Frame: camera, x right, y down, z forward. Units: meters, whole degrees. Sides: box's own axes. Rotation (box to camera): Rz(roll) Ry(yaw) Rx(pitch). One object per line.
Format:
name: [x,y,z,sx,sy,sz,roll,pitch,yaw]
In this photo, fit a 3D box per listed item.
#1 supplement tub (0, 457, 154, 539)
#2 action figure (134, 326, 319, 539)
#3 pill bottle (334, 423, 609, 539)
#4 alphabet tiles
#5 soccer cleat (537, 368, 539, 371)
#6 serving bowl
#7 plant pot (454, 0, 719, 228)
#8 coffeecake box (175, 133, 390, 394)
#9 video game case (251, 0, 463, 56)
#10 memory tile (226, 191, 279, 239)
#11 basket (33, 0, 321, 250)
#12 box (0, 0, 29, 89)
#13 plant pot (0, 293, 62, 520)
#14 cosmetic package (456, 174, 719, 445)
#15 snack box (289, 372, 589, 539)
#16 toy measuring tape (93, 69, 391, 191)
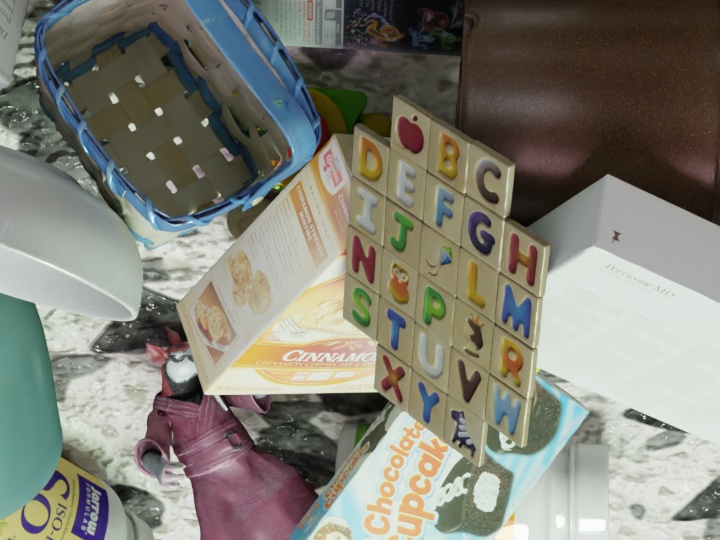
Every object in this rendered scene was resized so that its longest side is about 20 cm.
supplement tub: [-0.271,0.201,1.801,0.200,0.146,0.145,34,132,-30]
action figure: [-0.098,0.131,1.717,0.134,0.200,0.149,-26,179,-19]
pill bottle: [0.084,0.170,1.755,0.200,0.111,0.111,0,140,5]
alphabet tiles: [0.045,0.007,1.347,0.006,0.166,0.200,-19,128,-33]
soccer cleat: [0.092,0.032,1.476,0.084,0.065,0.200,-7,164,22]
serving bowl: [-0.217,-0.034,1.394,0.200,0.066,0.200,17,170,3]
plant pot: [0.154,-0.084,1.382,0.198,0.201,0.200,4,140,2]
coffeecake box: [0.000,0.000,1.526,0.153,0.073,0.200,2,146,-38]
video game case: [0.002,-0.207,1.389,0.181,0.023,0.200,4,139,2]
memory tile: [0.017,-0.012,1.622,0.153,0.017,0.200,-25,132,30]
basket: [-0.106,-0.112,1.370,0.177,0.139,0.200,56,160,3]
box: [-0.327,-0.180,1.368,0.199,0.131,0.200,-19,134,26]
plant pot: [-0.305,0.059,1.606,0.200,0.201,0.161,4,127,1]
cosmetic package: [0.178,0.028,1.336,0.200,0.052,0.151,24,154,-20]
snack box: [0.055,0.144,1.663,0.116,0.037,0.200,35,95,-18]
toy measuring tape: [-0.078,-0.086,1.498,0.200,0.074,0.074,5,140,-1]
